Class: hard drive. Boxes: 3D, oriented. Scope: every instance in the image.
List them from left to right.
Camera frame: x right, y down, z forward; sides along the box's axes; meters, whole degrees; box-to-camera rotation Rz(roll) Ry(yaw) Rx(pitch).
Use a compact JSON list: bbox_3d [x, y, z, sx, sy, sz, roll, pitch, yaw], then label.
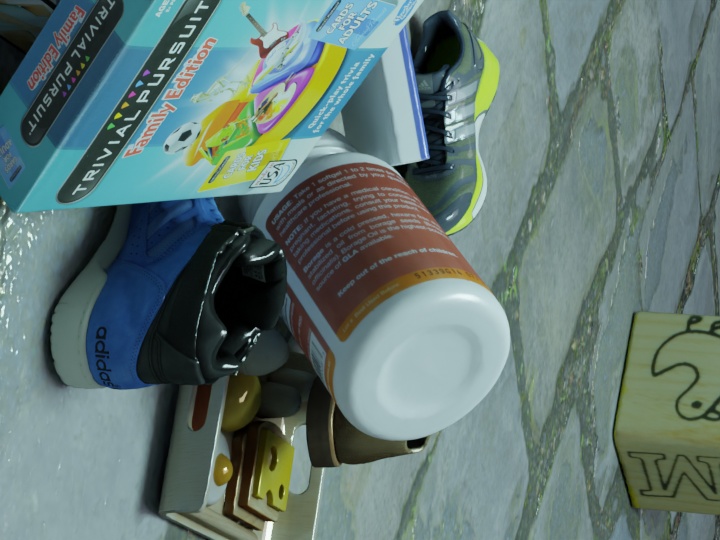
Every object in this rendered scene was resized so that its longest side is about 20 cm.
[{"bbox_3d":[0.001,-0.166,1.289,0.132,0.025,0.201,-178,-103,-77],"label":"hard drive"}]

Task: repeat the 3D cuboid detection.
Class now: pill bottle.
[{"bbox_3d":[0.000,0.000,1.205,0.200,0.112,0.113,55,-13,45],"label":"pill bottle"}]

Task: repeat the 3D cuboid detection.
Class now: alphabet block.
[{"bbox_3d":[0.440,0.183,2.503,0.197,0.199,0.196,69,29,-50],"label":"alphabet block"}]

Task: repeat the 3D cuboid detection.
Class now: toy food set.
[{"bbox_3d":[-0.060,0.099,1.244,0.200,0.060,0.144,45,50,-64],"label":"toy food set"}]

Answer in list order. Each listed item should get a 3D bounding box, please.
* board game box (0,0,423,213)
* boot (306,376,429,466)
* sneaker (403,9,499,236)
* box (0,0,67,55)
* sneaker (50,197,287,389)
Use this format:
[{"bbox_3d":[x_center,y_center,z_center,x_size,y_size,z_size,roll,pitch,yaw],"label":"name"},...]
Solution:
[{"bbox_3d":[-0.074,-0.101,0.979,0.200,0.047,0.151,-9,143,-52],"label":"board game box"},{"bbox_3d":[0.021,0.063,1.298,0.200,0.075,0.074,-72,157,-59],"label":"boot"},{"bbox_3d":[0.058,-0.115,1.568,0.081,0.073,0.201,50,40,-50],"label":"sneaker"},{"bbox_3d":[-0.145,-0.169,0.959,0.200,0.060,0.117,38,58,-68],"label":"box"},{"bbox_3d":[-0.083,-0.014,1.084,0.200,0.111,0.077,-68,153,-44],"label":"sneaker"}]
